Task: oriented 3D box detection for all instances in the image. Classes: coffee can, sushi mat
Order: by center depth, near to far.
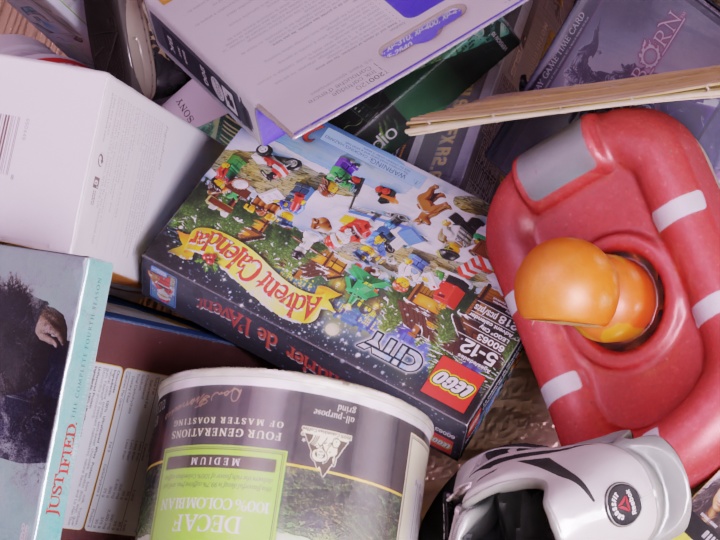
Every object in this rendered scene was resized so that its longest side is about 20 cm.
[{"bbox_3d":[-0.047,0.165,1.144,0.145,0.146,0.202,-4,68,34],"label":"coffee can"},{"bbox_3d":[0.126,-0.089,1.168,0.199,0.095,0.012,-5,98,38],"label":"sushi mat"}]

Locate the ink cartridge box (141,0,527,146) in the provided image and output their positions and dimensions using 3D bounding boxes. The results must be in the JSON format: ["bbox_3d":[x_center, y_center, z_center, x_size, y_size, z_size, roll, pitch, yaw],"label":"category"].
[{"bbox_3d":[0.003,-0.149,1.287,0.197,0.044,0.200,-31,39,-12],"label":"ink cartridge box"}]

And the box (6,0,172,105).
[{"bbox_3d":[-0.139,-0.234,1.507,0.201,0.176,0.096,-55,34,-10],"label":"box"}]

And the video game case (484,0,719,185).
[{"bbox_3d":[0.168,-0.063,1.202,0.200,0.019,0.143,43,112,31],"label":"video game case"}]

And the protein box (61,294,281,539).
[{"bbox_3d":[-0.178,0.077,1.270,0.198,0.199,0.136,15,90,42],"label":"protein box"}]

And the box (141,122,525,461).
[{"bbox_3d":[0.000,0.000,1.243,0.199,0.038,0.137,27,55,12],"label":"box"}]

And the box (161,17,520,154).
[{"bbox_3d":[-0.016,-0.116,1.367,0.200,0.036,0.145,-42,43,7],"label":"box"}]

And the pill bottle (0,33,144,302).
[{"bbox_3d":[-0.193,-0.070,1.475,0.116,0.116,0.200,-46,44,-2],"label":"pill bottle"}]

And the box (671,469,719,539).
[{"bbox_3d":[0.144,0.180,1.089,0.200,0.050,0.075,-45,44,0],"label":"box"}]

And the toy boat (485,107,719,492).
[{"bbox_3d":[0.122,0.015,1.136,0.130,0.130,0.201,-32,68,29],"label":"toy boat"}]

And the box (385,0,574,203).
[{"bbox_3d":[0.033,-0.110,1.386,0.157,0.048,0.201,0,60,37],"label":"box"}]

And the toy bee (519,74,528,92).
[{"bbox_3d":[0.169,-0.176,1.294,0.130,0.109,0.202,9,70,-9],"label":"toy bee"}]

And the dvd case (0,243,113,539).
[{"bbox_3d":[-0.209,0.056,1.154,0.199,0.022,0.147,9,86,43],"label":"dvd case"}]

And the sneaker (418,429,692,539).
[{"bbox_3d":[0.066,0.124,1.115,0.200,0.088,0.075,-31,76,57],"label":"sneaker"}]

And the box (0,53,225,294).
[{"bbox_3d":[-0.169,-0.051,1.261,0.123,0.200,0.098,10,85,16],"label":"box"}]

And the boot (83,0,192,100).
[{"bbox_3d":[-0.099,-0.209,1.434,0.073,0.150,0.202,6,104,59],"label":"boot"}]
